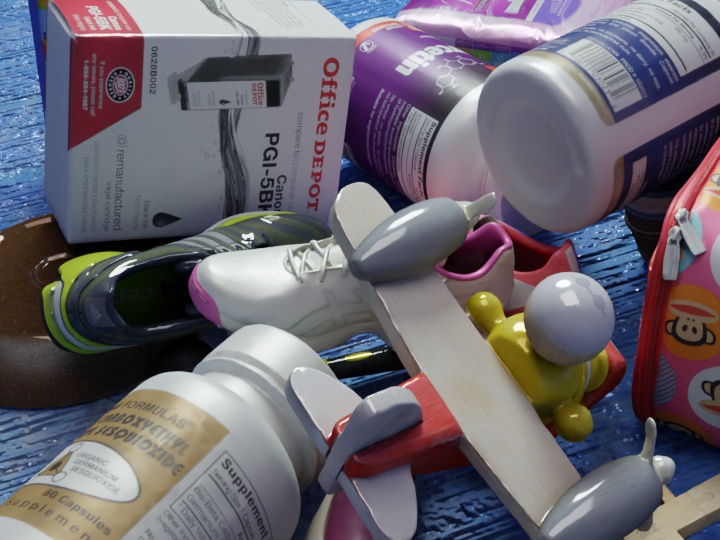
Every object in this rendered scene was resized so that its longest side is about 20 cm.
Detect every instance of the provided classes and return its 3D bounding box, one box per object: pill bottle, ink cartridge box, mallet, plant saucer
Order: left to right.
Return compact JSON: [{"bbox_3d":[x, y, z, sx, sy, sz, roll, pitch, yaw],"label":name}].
[{"bbox_3d":[-0.200,0.013,0.873,0.197,0.037,0.201,-2,37,2],"label":"plant saucer"},{"bbox_3d":[-0.095,0.118,0.652,0.113,0.116,0.200,19,42,29],"label":"pill bottle"},{"bbox_3d":[-0.111,-0.105,0.889,0.198,0.149,0.083,-5,28,-24],"label":"ink cartridge box"},{"bbox_3d":[-0.030,0.056,0.798,0.198,0.042,0.066,-14,40,-19],"label":"mallet"},{"bbox_3d":[0.061,-0.102,0.932,0.112,0.114,0.199,-27,42,-28],"label":"pill bottle"},{"bbox_3d":[0.180,-0.112,0.816,0.199,0.112,0.111,-27,42,-27],"label":"pill bottle"}]

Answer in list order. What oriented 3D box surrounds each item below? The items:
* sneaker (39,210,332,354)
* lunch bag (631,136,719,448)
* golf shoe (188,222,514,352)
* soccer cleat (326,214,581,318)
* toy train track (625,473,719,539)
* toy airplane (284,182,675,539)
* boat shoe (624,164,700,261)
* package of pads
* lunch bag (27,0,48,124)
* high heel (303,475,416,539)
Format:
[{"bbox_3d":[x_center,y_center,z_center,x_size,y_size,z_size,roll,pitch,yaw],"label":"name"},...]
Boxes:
[{"bbox_3d":[-0.093,0.009,0.802,0.198,0.075,0.081,-19,11,-31],"label":"sneaker"},{"bbox_3d":[0.226,-0.014,0.741,0.081,0.178,0.200,18,41,25],"label":"lunch bag"},{"bbox_3d":[0.000,0.000,0.751,0.197,0.092,0.076,5,37,-23],"label":"golf shoe"},{"bbox_3d":[0.057,-0.013,0.846,0.198,0.074,0.068,21,43,30],"label":"soccer cleat"},{"bbox_3d":[0.161,0.159,0.621,0.114,0.033,0.200,-28,24,-2],"label":"toy train track"},{"bbox_3d":[0.064,0.054,0.638,0.199,0.141,0.200,32,33,-15],"label":"toy airplane"},{"bbox_3d":[0.245,-0.079,0.914,0.072,0.073,0.199,27,49,37],"label":"boat shoe"},{"bbox_3d":[0.135,-0.192,1.078,0.198,0.076,0.121,11,36,20],"label":"package of pads"},{"bbox_3d":[-0.169,-0.172,0.977,0.148,0.202,0.095,6,37,13],"label":"lunch bag"},{"bbox_3d":[0.009,0.159,0.650,0.096,0.068,0.200,32,45,10],"label":"high heel"}]
